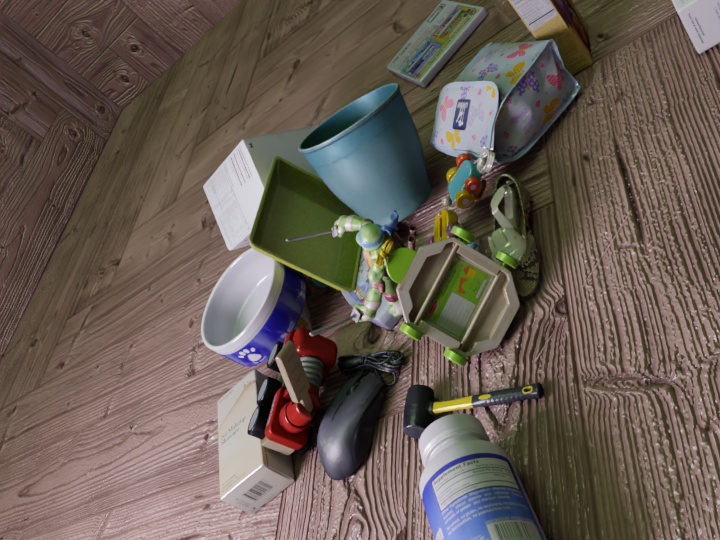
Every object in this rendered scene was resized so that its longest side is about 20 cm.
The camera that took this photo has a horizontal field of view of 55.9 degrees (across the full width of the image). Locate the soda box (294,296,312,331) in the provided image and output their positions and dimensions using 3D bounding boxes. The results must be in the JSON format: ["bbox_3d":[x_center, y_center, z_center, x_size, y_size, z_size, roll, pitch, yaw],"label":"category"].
[{"bbox_3d":[-0.139,0.067,1.261,0.063,0.068,0.202,-39,36,19],"label":"soda box"}]

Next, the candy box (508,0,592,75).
[{"bbox_3d":[0.293,-0.417,1.073,0.056,0.199,0.118,-23,42,34],"label":"candy box"}]

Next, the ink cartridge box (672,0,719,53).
[{"bbox_3d":[0.516,-0.409,0.900,0.198,0.084,0.146,-27,39,32],"label":"ink cartridge box"}]

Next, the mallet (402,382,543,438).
[{"bbox_3d":[0.136,0.177,0.860,0.198,0.041,0.067,-12,49,40],"label":"mallet"}]

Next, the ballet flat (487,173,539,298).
[{"bbox_3d":[0.207,-0.057,0.953,0.067,0.075,0.203,-21,44,31],"label":"ballet flat"}]

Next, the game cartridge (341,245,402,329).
[{"bbox_3d":[0.031,0.011,1.142,0.133,0.042,0.200,-46,33,1],"label":"game cartridge"}]

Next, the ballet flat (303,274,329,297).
[{"bbox_3d":[-0.078,-0.033,1.302,0.072,0.067,0.203,-42,33,49],"label":"ballet flat"}]

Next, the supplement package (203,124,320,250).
[{"bbox_3d":[-0.168,-0.161,1.333,0.189,0.149,0.199,-21,-6,-39],"label":"supplement package"}]

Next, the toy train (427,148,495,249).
[{"bbox_3d":[0.166,-0.075,1.017,0.150,0.055,0.204,18,95,67],"label":"toy train"}]

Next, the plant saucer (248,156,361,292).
[{"bbox_3d":[-0.091,-0.071,1.175,0.048,0.197,0.203,-42,30,47],"label":"plant saucer"}]

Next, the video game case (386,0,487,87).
[{"bbox_3d":[0.161,-0.495,1.471,0.200,0.022,0.182,-48,33,4],"label":"video game case"}]

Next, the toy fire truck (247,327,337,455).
[{"bbox_3d":[-0.092,0.155,1.008,0.200,0.127,0.178,-46,24,49],"label":"toy fire truck"}]

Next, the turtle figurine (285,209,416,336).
[{"bbox_3d":[0.000,0.000,0.985,0.200,0.194,0.144,-46,58,3],"label":"turtle figurine"}]

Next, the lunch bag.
[{"bbox_3d":[0.216,-0.264,1.083,0.201,0.127,0.169,-49,30,-5],"label":"lunch bag"}]

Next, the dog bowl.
[{"bbox_3d":[-0.188,0.062,1.193,0.199,0.078,0.203,-32,40,31],"label":"dog bowl"}]

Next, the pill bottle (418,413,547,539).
[{"bbox_3d":[0.126,0.256,0.724,0.112,0.112,0.201,-40,34,16],"label":"pill bottle"}]

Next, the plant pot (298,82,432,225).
[{"bbox_3d":[0.025,-0.184,1.168,0.198,0.189,0.201,-29,22,12],"label":"plant pot"}]

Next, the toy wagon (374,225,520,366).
[{"bbox_3d":[0.109,0.022,0.891,0.157,0.198,0.040,-61,2,1],"label":"toy wagon"}]

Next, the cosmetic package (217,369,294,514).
[{"bbox_3d":[-0.175,0.275,1.108,0.103,0.073,0.201,-41,36,16],"label":"cosmetic package"}]

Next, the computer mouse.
[{"bbox_3d":[-0.019,0.203,1.003,0.137,0.053,0.203,-11,51,44],"label":"computer mouse"}]
